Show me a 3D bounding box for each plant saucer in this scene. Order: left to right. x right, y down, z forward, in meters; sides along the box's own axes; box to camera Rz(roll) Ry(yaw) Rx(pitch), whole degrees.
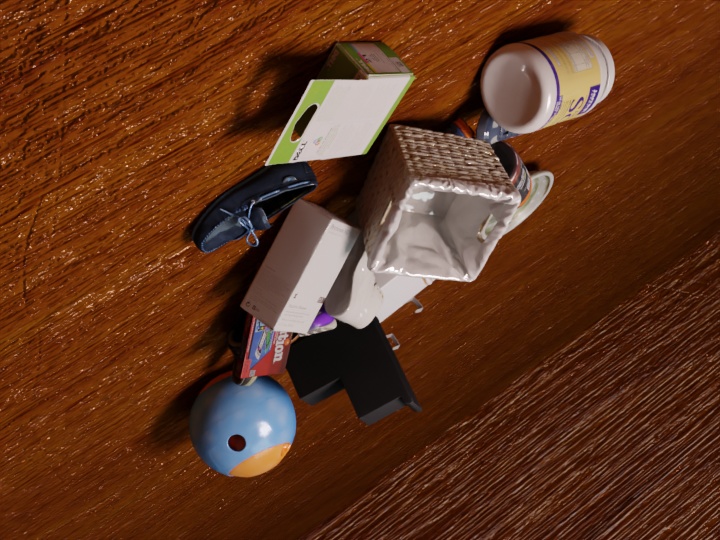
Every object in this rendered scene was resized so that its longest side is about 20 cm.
[{"bbox_3d":[0.321,-0.150,2.104,0.200,0.050,0.200,-33,158,-16],"label":"plant saucer"}]

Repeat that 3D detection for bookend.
[{"bbox_3d":[-0.024,0.202,1.777,0.198,0.200,0.092,-29,158,5],"label":"bookend"}]

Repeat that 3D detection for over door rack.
[{"bbox_3d":[0.008,0.105,2.042,0.199,0.067,0.148,-2,143,-26],"label":"over door rack"}]

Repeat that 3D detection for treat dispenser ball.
[{"bbox_3d":[-0.221,0.287,1.856,0.201,0.201,0.201,-34,158,-15],"label":"treat dispenser ball"}]

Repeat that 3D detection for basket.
[{"bbox_3d":[0.117,-0.107,1.585,0.199,0.161,0.199,7,134,-21],"label":"basket"}]

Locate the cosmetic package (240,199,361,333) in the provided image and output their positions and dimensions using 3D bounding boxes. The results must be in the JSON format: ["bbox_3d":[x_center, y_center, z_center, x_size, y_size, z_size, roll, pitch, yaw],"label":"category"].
[{"bbox_3d":[-0.094,-0.005,1.584,0.200,0.081,0.113,-61,154,9],"label":"cosmetic package"}]

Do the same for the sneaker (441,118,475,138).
[{"bbox_3d":[0.149,-0.185,1.737,0.078,0.075,0.200,-24,148,-14],"label":"sneaker"}]

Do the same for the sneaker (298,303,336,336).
[{"bbox_3d":[-0.078,0.045,1.735,0.069,0.100,0.200,-14,-167,15],"label":"sneaker"}]

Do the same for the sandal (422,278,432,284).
[{"bbox_3d":[0.064,-0.045,1.710,0.059,0.207,0.079,-24,132,1],"label":"sandal"}]

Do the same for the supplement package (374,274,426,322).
[{"bbox_3d":[0.062,-0.013,1.858,0.200,0.111,0.156,-38,159,-6],"label":"supplement package"}]

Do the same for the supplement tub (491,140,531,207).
[{"bbox_3d":[0.268,-0.173,1.892,0.107,0.107,0.200,-42,159,6],"label":"supplement tub"}]

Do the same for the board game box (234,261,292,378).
[{"bbox_3d":[-0.151,0.083,1.675,0.103,0.019,0.201,-2,109,-49],"label":"board game box"}]

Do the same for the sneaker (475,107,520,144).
[{"bbox_3d":[0.267,-0.260,1.694,0.200,0.082,0.070,-39,143,-46],"label":"sneaker"}]

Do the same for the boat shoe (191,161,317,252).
[{"bbox_3d":[-0.150,-0.089,1.408,0.200,0.069,0.084,-40,159,1],"label":"boat shoe"}]

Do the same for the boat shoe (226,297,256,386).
[{"bbox_3d":[-0.203,0.119,1.733,0.065,0.073,0.201,-5,124,-35],"label":"boat shoe"}]

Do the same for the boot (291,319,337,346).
[{"bbox_3d":[-0.109,0.114,1.848,0.200,0.074,0.155,-34,167,-12],"label":"boot"}]

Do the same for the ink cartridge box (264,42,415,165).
[{"bbox_3d":[-0.044,-0.223,1.313,0.200,0.076,0.148,-14,147,-47],"label":"ink cartridge box"}]

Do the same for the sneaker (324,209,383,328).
[{"bbox_3d":[0.000,0.000,1.721,0.116,0.073,0.201,37,66,-58],"label":"sneaker"}]

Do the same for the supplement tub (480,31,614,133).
[{"bbox_3d":[0.311,-0.314,1.629,0.200,0.146,0.146,-22,153,-38],"label":"supplement tub"}]
